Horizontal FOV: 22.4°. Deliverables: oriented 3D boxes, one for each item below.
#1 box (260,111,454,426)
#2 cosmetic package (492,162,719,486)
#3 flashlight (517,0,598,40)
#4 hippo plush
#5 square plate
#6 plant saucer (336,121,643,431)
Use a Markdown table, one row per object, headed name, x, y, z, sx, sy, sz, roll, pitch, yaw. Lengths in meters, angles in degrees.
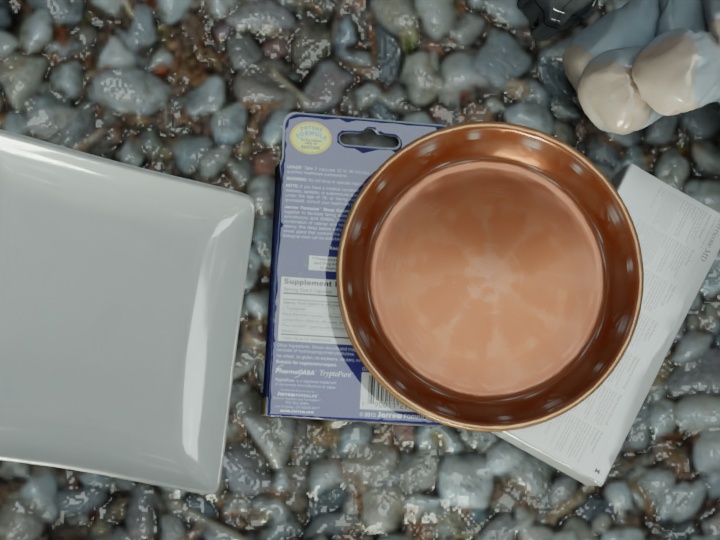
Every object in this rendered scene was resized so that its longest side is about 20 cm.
| name | x | y | z | sx | sy | sz | roll | pitch | yaw |
| --- | --- | --- | --- | --- | --- | --- | --- | --- | --- |
| box | 0.000 | 0.000 | 1.210 | 0.120 | 0.032 | 0.202 | 4 | 85 | -9 |
| cosmetic package | 0.167 | 0.037 | 1.222 | 0.082 | 0.051 | 0.201 | 29 | 81 | -1 |
| flashlight | 0.149 | -0.209 | 1.167 | 0.067 | 0.200 | 0.068 | -25 | 88 | -10 |
| hippo plush | 0.239 | -0.121 | 1.220 | 0.159 | 0.200 | 0.161 | -31 | 116 | 20 |
| square plate | -0.168 | 0.029 | 1.151 | 0.197 | 0.028 | 0.202 | 14 | 76 | -30 |
| plant saucer | 0.083 | 0.004 | 1.181 | 0.199 | 0.032 | 0.202 | 0 | 81 | -3 |
